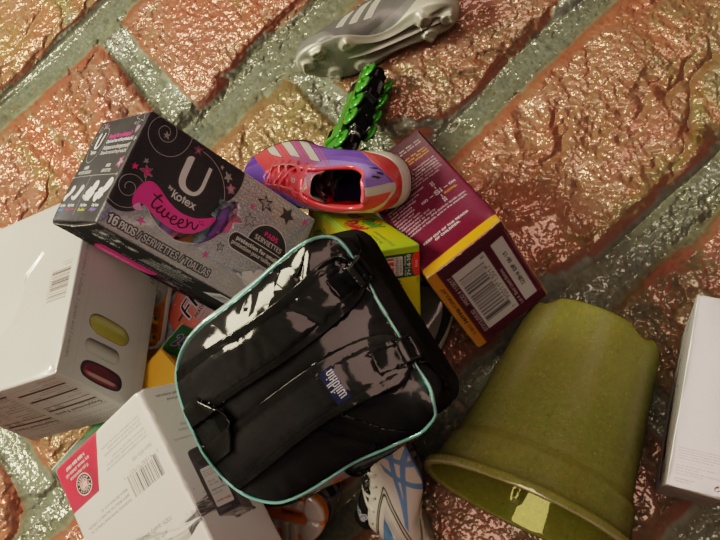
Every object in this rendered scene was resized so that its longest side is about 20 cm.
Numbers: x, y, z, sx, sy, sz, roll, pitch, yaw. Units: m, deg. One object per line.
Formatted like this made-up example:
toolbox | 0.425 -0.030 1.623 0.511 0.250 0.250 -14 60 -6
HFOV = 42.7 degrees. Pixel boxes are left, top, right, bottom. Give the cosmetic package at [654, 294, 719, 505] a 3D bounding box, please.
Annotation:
cosmetic package | 0.293 0.119 0.794 0.051 0.200 0.153 12 79 18

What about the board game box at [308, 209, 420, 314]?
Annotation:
board game box | 0.000 0.000 0.893 0.047 0.200 0.103 -8 109 -17

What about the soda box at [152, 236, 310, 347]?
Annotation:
soda box | -0.137 0.022 1.016 0.199 0.068 0.064 -41 60 2

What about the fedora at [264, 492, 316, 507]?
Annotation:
fedora | -0.085 0.122 0.877 0.197 0.092 0.204 -9 65 20

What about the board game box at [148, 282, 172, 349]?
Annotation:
board game box | -0.292 -0.002 1.054 0.197 0.026 0.203 -10 65 30

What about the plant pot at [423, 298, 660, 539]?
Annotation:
plant pot | 0.183 0.135 0.842 0.198 0.201 0.186 20 71 20

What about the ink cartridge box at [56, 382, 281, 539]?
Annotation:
ink cartridge box | -0.165 0.223 0.814 0.145 0.083 0.202 -40 71 28

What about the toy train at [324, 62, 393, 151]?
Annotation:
toy train | -0.009 -0.154 0.997 0.056 0.042 0.202 -33 27 38

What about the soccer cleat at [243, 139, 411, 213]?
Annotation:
soccer cleat | -0.048 -0.088 0.889 0.198 0.073 0.069 8 106 35

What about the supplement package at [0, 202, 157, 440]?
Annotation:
supplement package | -0.303 0.049 0.940 0.154 0.111 0.203 -17 56 27

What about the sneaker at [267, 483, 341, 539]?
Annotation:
sneaker | -0.109 0.227 0.956 0.197 0.077 0.080 11 108 26

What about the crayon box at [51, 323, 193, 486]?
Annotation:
crayon box | -0.211 0.160 0.973 0.051 0.126 0.200 41 90 26

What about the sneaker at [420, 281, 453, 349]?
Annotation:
sneaker | 0.016 0.085 0.952 0.199 0.079 0.074 -40 67 2

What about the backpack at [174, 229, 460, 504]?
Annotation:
backpack | -0.039 0.082 0.740 0.199 0.153 0.177 -35 85 11

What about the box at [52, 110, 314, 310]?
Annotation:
box | -0.165 -0.049 0.882 0.131 0.199 0.116 4 67 54

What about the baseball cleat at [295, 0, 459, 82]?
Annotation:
baseball cleat | 0.016 -0.289 1.067 0.197 0.070 0.108 -15 58 7

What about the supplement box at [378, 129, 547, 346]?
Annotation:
supplement box | 0.084 -0.036 0.901 0.085 0.111 0.201 -37 38 3

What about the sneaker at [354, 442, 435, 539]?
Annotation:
sneaker | 0.024 0.200 0.854 0.071 0.203 0.072 -15 28 -6
